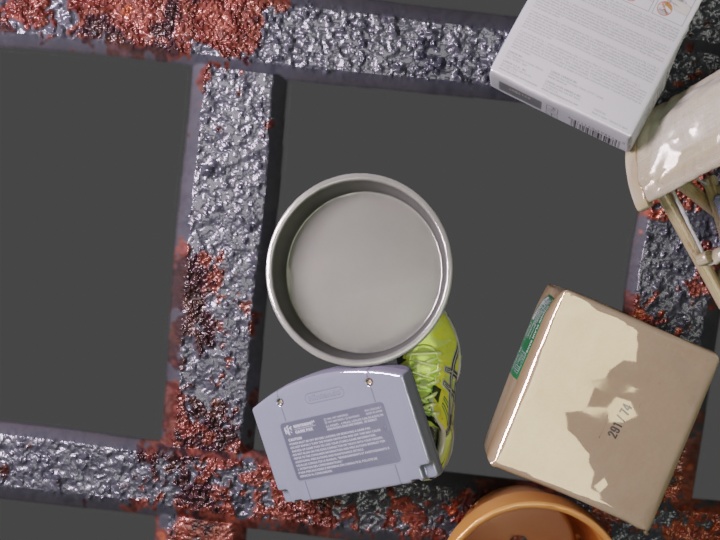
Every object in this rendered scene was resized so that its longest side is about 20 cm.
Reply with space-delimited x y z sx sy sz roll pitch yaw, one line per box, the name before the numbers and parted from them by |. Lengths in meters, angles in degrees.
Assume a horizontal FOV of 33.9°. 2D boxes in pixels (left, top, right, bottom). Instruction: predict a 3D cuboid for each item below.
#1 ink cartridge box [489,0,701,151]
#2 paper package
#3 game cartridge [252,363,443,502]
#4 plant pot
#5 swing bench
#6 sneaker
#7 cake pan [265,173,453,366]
ink cartridge box | 0.248 -0.245 1.205 0.162 0.057 0.201 28 79 13
paper package | 0.247 0.141 1.243 0.189 0.103 0.202 23 92 -3
game cartridge | -0.017 0.170 1.258 0.198 0.040 0.135 -15 98 30
plant pot | 0.176 0.320 1.269 0.198 0.140 0.202 0 100 0
swing bench | 0.386 -0.099 1.151 0.200 0.130 0.199 48 141 -8
sneaker | 0.075 0.129 1.270 0.075 0.076 0.202 -5 99 4
cake pan | 0.000 0.000 1.244 0.198 0.037 0.203 -1 86 9
